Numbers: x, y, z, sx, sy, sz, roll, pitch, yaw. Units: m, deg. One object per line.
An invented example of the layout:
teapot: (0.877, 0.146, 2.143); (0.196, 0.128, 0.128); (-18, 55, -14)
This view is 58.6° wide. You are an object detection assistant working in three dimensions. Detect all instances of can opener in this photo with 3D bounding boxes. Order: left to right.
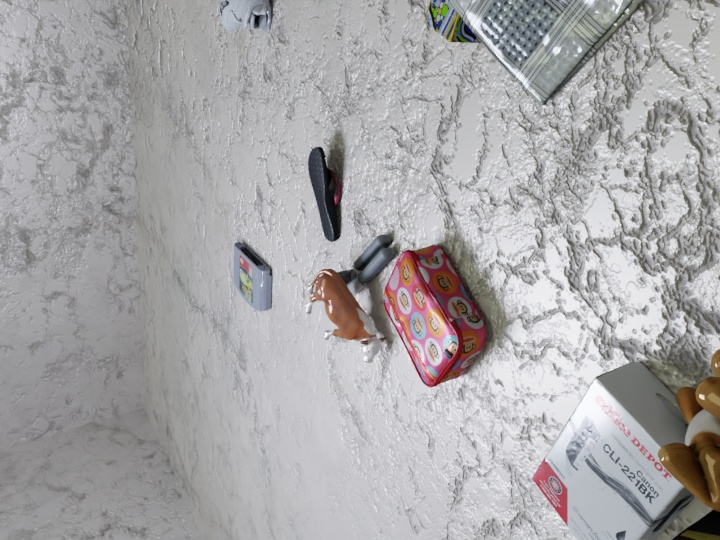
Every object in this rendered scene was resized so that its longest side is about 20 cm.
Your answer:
can opener: (0.000, 0.000, 1.237); (0.200, 0.065, 0.054); (-43, 62, 49)

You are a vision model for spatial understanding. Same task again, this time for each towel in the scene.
towel: (0.212, -0.327, 0.758); (0.194, 0.034, 0.200); (51, 142, 7)

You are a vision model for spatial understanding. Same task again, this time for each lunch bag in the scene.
lunch bag: (0.113, 0.080, 1.062); (0.203, 0.080, 0.178); (63, 149, 28)

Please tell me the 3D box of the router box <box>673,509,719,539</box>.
router box: (0.391, 0.293, 0.591); (0.198, 0.153, 0.054); (-5, 95, 59)

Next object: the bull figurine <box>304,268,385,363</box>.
bull figurine: (-0.035, 0.089, 1.250); (0.120, 0.065, 0.204); (-21, 102, 44)

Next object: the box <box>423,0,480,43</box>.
box: (0.153, -0.418, 0.857); (0.070, 0.063, 0.204); (49, 138, 38)

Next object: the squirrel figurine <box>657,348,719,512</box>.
squirrel figurine: (0.405, 0.149, 0.581); (0.201, 0.140, 0.189); (47, 127, 21)

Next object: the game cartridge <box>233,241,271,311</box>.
game cartridge: (-0.297, 0.022, 1.752); (0.199, 0.040, 0.137); (37, 132, 49)

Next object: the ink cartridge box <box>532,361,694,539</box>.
ink cartridge box: (0.313, 0.236, 0.770); (0.145, 0.082, 0.204); (52, 139, 38)

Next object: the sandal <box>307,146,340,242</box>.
sandal: (-0.067, -0.160, 1.322); (0.075, 0.044, 0.206); (38, 144, 54)

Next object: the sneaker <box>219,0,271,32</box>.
sneaker: (-0.265, -0.588, 1.478); (0.199, 0.073, 0.119); (-31, 70, 54)
